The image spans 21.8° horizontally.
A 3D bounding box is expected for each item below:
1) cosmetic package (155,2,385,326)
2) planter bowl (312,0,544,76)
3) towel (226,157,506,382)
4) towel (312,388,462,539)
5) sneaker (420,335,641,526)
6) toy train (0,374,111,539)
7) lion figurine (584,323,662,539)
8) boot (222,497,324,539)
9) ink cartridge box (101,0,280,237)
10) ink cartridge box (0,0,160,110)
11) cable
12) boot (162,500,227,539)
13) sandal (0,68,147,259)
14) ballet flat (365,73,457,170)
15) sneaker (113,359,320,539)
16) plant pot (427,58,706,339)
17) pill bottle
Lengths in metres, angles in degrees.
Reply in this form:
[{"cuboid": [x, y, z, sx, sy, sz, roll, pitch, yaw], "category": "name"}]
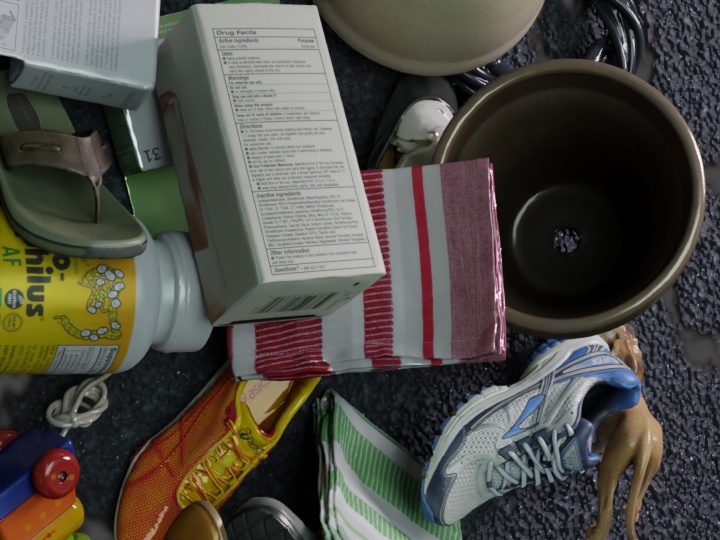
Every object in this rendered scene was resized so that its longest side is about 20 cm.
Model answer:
[{"cuboid": [-0.065, -0.072, 1.268, 0.103, 0.087, 0.201, -3, 71, -31], "category": "cosmetic package"}, {"cuboid": [0.062, -0.260, 1.371, 0.199, 0.135, 0.202, 3, 76, -11], "category": "planter bowl"}, {"cuboid": [0.000, 0.000, 1.315, 0.199, 0.023, 0.145, -5, 78, 6], "category": "towel"}, {"cuboid": [0.026, 0.180, 1.347, 0.152, 0.200, 0.023, 40, 109, -21], "category": "towel"}, {"cuboid": [0.128, 0.121, 1.371, 0.200, 0.085, 0.077, -41, 141, -20], "category": "sneaker"}, {"cuboid": [-0.208, 0.163, 1.282, 0.200, 0.084, 0.116, -38, 121, -31], "category": "toy train"}, {"cuboid": [0.200, 0.119, 1.448, 0.072, 0.200, 0.123, 8, 118, -23], "category": "lion figurine"}, {"cuboid": [-0.026, 0.198, 1.348, 0.200, 0.067, 0.131, 56, 33, -33], "category": "boot"}, {"cuboid": [-0.104, -0.089, 1.358, 0.145, 0.048, 0.201, -18, 94, -27], "category": "ink cartridge box"}, {"cuboid": [-0.222, -0.222, 1.273, 0.175, 0.045, 0.201, 10, 67, -23], "category": "ink cartridge box"}, {"cuboid": [0.134, -0.191, 1.492, 0.199, 0.051, 0.164, -9, 98, -29], "category": "cable"}, {"cuboid": [-0.173, 0.251, 1.263, 0.143, 0.071, 0.202, 1, 113, -36], "category": "boot"}, {"cuboid": [-0.204, -0.077, 1.233, 0.079, 0.201, 0.058, -7, 136, -35], "category": "sandal"}, {"cuboid": [0.036, -0.070, 1.415, 0.068, 0.068, 0.201, 35, 71, -30], "category": "ballet flat"}, {"cuboid": [-0.106, 0.128, 1.330, 0.073, 0.077, 0.201, 40, 75, -21], "category": "sneaker"}, {"cuboid": [0.154, -0.041, 1.404, 0.199, 0.175, 0.202, -1, 80, 7], "category": "plant pot"}, {"cuboid": [-0.203, 0.014, 1.262, 0.199, 0.113, 0.114, 2, 87, -27], "category": "pill bottle"}]
